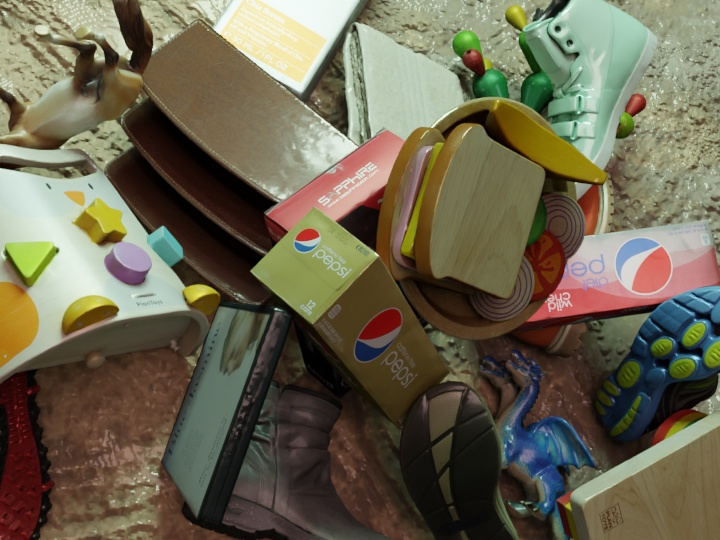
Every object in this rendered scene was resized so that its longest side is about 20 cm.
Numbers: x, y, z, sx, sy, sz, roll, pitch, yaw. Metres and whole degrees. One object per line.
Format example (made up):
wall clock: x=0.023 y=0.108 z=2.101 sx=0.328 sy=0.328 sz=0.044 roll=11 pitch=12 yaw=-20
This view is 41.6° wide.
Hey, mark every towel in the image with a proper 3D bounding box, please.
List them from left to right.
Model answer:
towel: x=0.048 y=-0.127 z=0.859 sx=0.132 sy=0.034 sz=0.200 roll=21 pitch=48 yaw=-32

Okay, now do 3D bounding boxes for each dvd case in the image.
dvd case: x=-0.102 y=0.092 z=0.686 sx=0.018 sy=0.200 sz=0.143 roll=21 pitch=83 yaw=-17

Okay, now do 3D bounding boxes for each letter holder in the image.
letter holder: x=-0.114 y=-0.085 z=0.783 sx=0.200 sy=0.101 sz=0.142 roll=41 pitch=67 yaw=19

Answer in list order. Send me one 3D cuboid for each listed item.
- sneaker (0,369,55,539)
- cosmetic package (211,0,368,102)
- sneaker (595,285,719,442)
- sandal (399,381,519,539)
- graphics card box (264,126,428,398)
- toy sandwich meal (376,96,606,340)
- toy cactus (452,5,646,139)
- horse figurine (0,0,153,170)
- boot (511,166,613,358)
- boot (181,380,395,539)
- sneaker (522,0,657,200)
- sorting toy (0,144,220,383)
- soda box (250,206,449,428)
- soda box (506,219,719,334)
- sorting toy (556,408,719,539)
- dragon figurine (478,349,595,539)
sneaker: x=-0.294 y=0.133 z=0.718 sx=0.095 sy=0.079 sz=0.200 roll=-6 pitch=84 yaw=20
cosmetic package: x=-0.058 y=-0.247 z=0.893 sx=0.101 sy=0.071 sz=0.200 roll=29 pitch=67 yaw=-3
sneaker: x=0.274 y=0.075 z=0.810 sx=0.083 sy=0.200 sz=0.071 roll=-17 pitch=60 yaw=-31
sandal: x=0.080 y=0.178 z=0.770 sx=0.080 sy=0.057 sz=0.201 roll=-14 pitch=113 yaw=4
graphics card box: x=0.000 y=0.000 z=0.761 sx=0.125 sy=0.200 sz=0.051 roll=-38 pitch=56 yaw=-23
toy sandwich meal: x=0.103 y=-0.038 z=0.701 sx=0.205 sy=0.070 sz=0.205 roll=-7 pitch=102 yaw=-33
toy cactus: x=0.172 y=-0.158 z=0.920 sx=0.200 sy=0.102 sz=0.165 roll=28 pitch=77 yaw=-13
horse figurine: x=-0.232 y=-0.138 z=0.737 sx=0.200 sy=0.133 sz=0.050 roll=-33 pitch=74 yaw=7
boot: x=0.169 y=-0.029 z=0.881 sx=0.107 sy=0.075 sz=0.200 roll=19 pitch=70 yaw=-3
boot: x=-0.034 y=0.164 z=0.768 sx=0.200 sy=0.070 sz=0.132 roll=23 pitch=63 yaw=-11
sneaker: x=0.173 y=-0.154 z=0.842 sx=0.118 sy=0.074 sz=0.201 roll=29 pitch=80 yaw=-20
sorting toy: x=-0.216 y=-0.019 z=0.717 sx=0.200 sy=0.107 sz=0.180 roll=-7 pitch=62 yaw=-54
soda box: x=0.000 y=0.042 z=0.690 sx=0.064 sy=0.200 sz=0.068 roll=-47 pitch=57 yaw=-8
soda box: x=0.199 y=0.007 z=0.811 sx=0.200 sy=0.063 sz=0.070 roll=-8 pitch=79 yaw=-6
sorting toy: x=0.264 y=0.220 z=0.787 sx=0.199 sy=0.070 sz=0.200 roll=-23 pitch=107 yaw=-18
dragon figurine: x=0.160 y=0.163 z=0.819 sx=0.099 sy=0.059 sz=0.200 roll=-36 pitch=82 yaw=-21
